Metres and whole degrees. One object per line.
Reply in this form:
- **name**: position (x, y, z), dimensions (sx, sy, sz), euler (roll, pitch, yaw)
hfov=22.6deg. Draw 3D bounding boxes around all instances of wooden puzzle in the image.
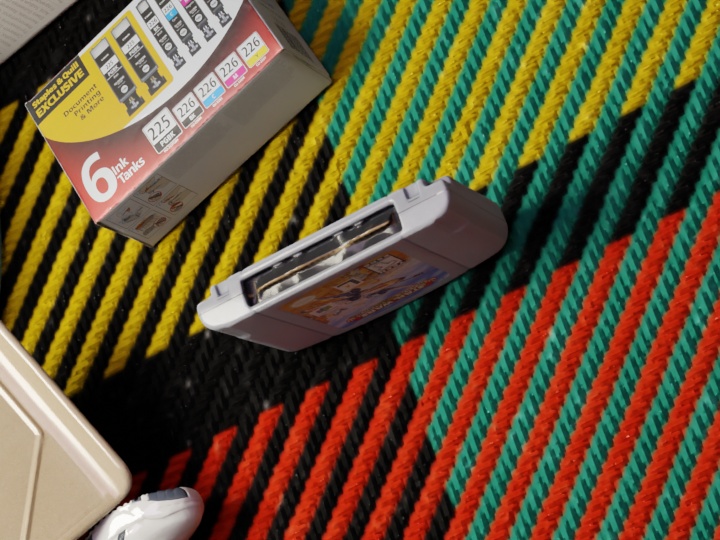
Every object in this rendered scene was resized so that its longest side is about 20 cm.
- **wooden puzzle**: position (-0.292, 0.152, 1.293), dimensions (0.200, 0.037, 0.185), euler (-41, 76, -12)

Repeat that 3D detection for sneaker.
- **sneaker**: position (-0.166, 0.259, 1.307), dimensions (0.199, 0.079, 0.130), euler (-40, 65, 12)

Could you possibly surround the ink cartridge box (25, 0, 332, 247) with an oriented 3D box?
- **ink cartridge box**: position (-0.153, -0.153, 1.402), dimensions (0.200, 0.084, 0.176), euler (-42, 62, 12)

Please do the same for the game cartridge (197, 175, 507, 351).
- **game cartridge**: position (0.000, 0.000, 1.256), dimensions (0.199, 0.133, 0.042), euler (-27, 66, 19)

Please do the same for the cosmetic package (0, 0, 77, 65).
- **cosmetic package**: position (-0.361, -0.265, 1.489), dimensions (0.200, 0.166, 0.168), euler (-37, 64, 15)
